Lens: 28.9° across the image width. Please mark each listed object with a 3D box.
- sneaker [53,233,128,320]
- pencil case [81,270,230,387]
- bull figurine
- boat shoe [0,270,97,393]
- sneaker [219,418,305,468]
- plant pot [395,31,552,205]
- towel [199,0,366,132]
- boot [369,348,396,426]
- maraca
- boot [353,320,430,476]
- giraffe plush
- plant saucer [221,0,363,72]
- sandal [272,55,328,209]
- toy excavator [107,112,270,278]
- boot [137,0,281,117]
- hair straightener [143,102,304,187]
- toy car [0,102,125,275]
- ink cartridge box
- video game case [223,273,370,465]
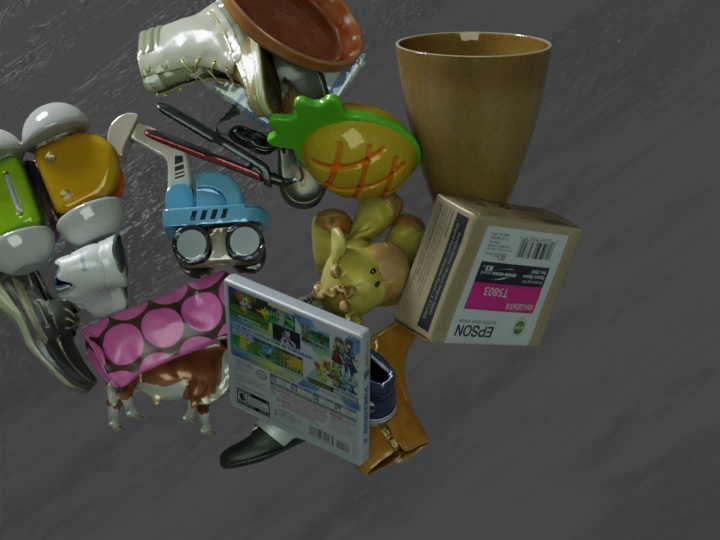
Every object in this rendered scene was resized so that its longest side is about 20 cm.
[{"bbox_3d":[-0.321,0.011,1.666,0.087,0.200,0.075,-10,70,-12],"label":"sneaker"},{"bbox_3d":[-0.228,0.074,1.683,0.200,0.091,0.094,-24,72,-10],"label":"pencil case"},{"bbox_3d":[-0.224,0.139,1.729,0.200,0.065,0.122,1,59,5],"label":"bull figurine"},{"bbox_3d":[-0.384,0.061,1.723,0.073,0.074,0.200,-37,94,-1],"label":"boat shoe"},{"bbox_3d":[-0.094,0.179,1.744,0.200,0.074,0.089,-25,86,-15],"label":"sneaker"},{"bbox_3d":[0.134,-0.177,1.698,0.186,0.186,0.200,0,108,-3],"label":"plant pot"},{"bbox_3d":[-0.112,-0.261,1.749,0.200,0.024,0.147,33,93,-1],"label":"towel"},{"bbox_3d":[-0.036,0.096,1.644,0.200,0.090,0.073,33,60,20],"label":"boot"},{"bbox_3d":[-0.018,-0.149,1.654,0.200,0.107,0.137,27,135,-37],"label":"maraca"},{"bbox_3d":[0.042,0.153,1.710,0.201,0.071,0.144,-35,73,-25],"label":"boot"},{"bbox_3d":[0.000,0.000,1.692,0.200,0.162,0.173,-41,94,-1],"label":"giraffe plush"},{"bbox_3d":[-0.087,-0.308,1.676,0.200,0.200,0.032,37,124,-3],"label":"plant saucer"},{"bbox_3d":[-0.078,-0.175,1.714,0.082,0.055,0.200,-2,94,1],"label":"sandal"},{"bbox_3d":[-0.210,-0.096,1.726,0.194,0.100,0.200,-3,78,-2],"label":"toy excavator"},{"bbox_3d":[-0.183,-0.239,1.669,0.155,0.072,0.200,-20,54,4],"label":"boot"},{"bbox_3d":[-0.156,-0.159,1.682,0.200,0.041,0.077,24,101,2],"label":"hair straightener"},{"bbox_3d":[-0.377,-0.090,1.674,0.200,0.150,0.175,-22,80,-4],"label":"toy car"},{"bbox_3d":[0.155,0.003,1.676,0.200,0.075,0.165,4,110,-43],"label":"ink cartridge box"},{"bbox_3d":[-0.074,0.114,1.614,0.200,0.022,0.182,21,127,31],"label":"video game case"}]
